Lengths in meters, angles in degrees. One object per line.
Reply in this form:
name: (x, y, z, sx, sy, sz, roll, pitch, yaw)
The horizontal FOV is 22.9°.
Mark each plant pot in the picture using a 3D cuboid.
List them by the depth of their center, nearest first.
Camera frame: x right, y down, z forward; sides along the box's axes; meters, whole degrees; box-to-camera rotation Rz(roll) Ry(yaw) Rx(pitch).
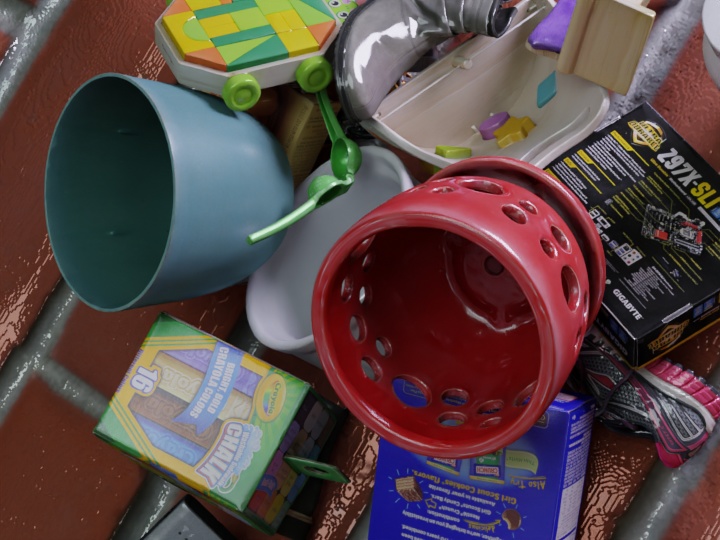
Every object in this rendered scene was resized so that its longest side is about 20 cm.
plant pot: (0.086, 0.021, 1.371, 0.199, 0.182, 0.202, 9, 112, 23)
plant pot: (-0.156, -0.068, 1.553, 0.200, 0.160, 0.202, 3, 93, 49)

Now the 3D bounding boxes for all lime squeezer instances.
lime squeezer: (-0.036, -0.088, 1.526, 0.038, 0.070, 0.201, -26, 35, 46)

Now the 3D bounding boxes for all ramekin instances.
ramekin: (0.000, 0.000, 1.565, 0.200, 0.097, 0.202, -32, 40, 32)

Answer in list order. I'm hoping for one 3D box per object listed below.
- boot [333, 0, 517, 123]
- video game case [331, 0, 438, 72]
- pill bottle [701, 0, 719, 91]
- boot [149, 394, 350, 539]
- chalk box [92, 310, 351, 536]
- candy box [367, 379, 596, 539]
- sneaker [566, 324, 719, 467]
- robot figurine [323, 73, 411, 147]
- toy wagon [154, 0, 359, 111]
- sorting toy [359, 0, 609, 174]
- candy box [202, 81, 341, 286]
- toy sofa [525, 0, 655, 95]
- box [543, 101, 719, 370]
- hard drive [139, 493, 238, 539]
boot: (0.060, -0.209, 1.529, 0.130, 0.068, 0.201, 0, 45, 26)
video game case: (-0.024, -0.260, 1.651, 0.181, 0.023, 0.201, -2, 52, -2)
pill bottle: (0.340, -0.171, 1.427, 0.111, 0.200, 0.113, -7, 73, 23)
boot: (-0.111, 0.150, 1.634, 0.199, 0.077, 0.139, 22, 81, 16)
chalk box: (-0.104, 0.144, 1.533, 0.199, 0.125, 0.124, 26, 77, 19)
candy box: (0.097, 0.188, 1.480, 0.168, 0.077, 0.202, 13, 101, 27)
sneaker: (0.203, 0.089, 1.485, 0.199, 0.081, 0.075, 29, 85, 29)
robot figurine: (-0.032, -0.181, 1.692, 0.199, 0.058, 0.146, -12, 71, 23)
toy wagon: (-0.078, -0.213, 1.563, 0.199, 0.040, 0.156, -16, 47, -19)
sorting toy: (0.125, -0.130, 1.516, 0.199, 0.107, 0.180, -35, 28, -8)
candy box: (-0.111, -0.101, 1.663, 0.116, 0.056, 0.201, 36, 114, 21)
toy sofa: (0.220, -0.243, 1.502, 0.097, 0.083, 0.200, 26, 43, 11)
box: (0.233, -0.033, 1.481, 0.159, 0.050, 0.200, -29, 55, -15)
hard drive: (-0.175, 0.317, 1.592, 0.140, 0.033, 0.200, 44, 101, -7)
